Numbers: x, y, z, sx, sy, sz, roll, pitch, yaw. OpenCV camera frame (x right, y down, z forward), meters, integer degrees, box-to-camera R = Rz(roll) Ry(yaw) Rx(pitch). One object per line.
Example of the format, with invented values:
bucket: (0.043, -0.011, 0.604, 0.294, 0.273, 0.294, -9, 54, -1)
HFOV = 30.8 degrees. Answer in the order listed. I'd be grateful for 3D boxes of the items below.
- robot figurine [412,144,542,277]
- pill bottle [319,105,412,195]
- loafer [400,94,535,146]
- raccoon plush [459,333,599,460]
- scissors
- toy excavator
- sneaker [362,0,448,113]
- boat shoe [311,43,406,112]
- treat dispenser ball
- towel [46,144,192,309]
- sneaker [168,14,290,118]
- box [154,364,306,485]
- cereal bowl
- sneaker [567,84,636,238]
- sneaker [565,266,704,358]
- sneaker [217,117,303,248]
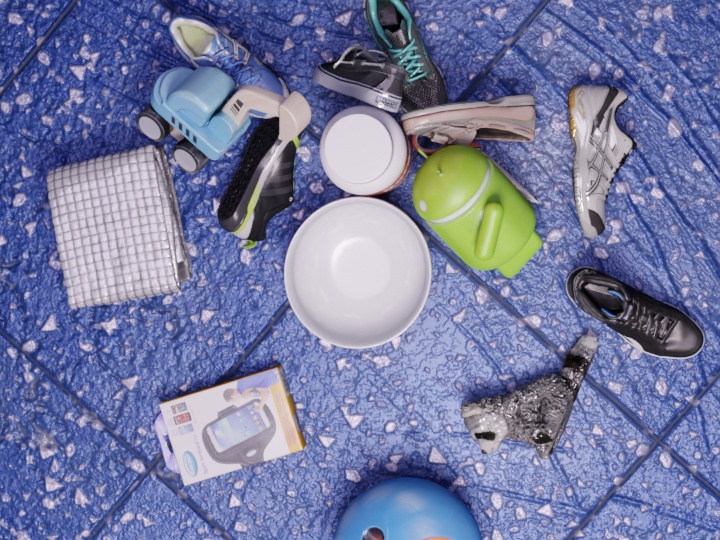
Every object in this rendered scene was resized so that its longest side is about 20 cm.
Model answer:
robot figurine: (0.147, -0.080, 1.691, 0.116, 0.176, 0.200, -45, 119, 4)
pill bottle: (0.007, -0.152, 1.679, 0.111, 0.200, 0.113, 0, 93, 6)
loafer: (0.146, -0.187, 1.694, 0.199, 0.072, 0.063, -11, 92, -27)
raccoon plush: (0.220, 0.161, 1.751, 0.133, 0.097, 0.201, 23, 65, 17)
scissors: (0.161, -0.161, 1.754, 0.199, 0.014, 0.074, 24, 81, 0)
toy excavator: (-0.175, -0.207, 1.690, 0.194, 0.200, 0.100, 41, 55, -1)
sneaker: (0.053, -0.289, 1.717, 0.077, 0.091, 0.201, -27, 86, 5)
boat shoe: (-0.001, -0.256, 1.687, 0.073, 0.199, 0.069, 16, 98, -25)
treat dispenser ball: (0.061, 0.371, 1.700, 0.199, 0.201, 0.203, 0, 93, 6)
towel: (-0.325, -0.057, 1.779, 0.164, 0.086, 0.202, -12, 90, 5)
sneaker: (-0.181, -0.272, 1.750, 0.199, 0.077, 0.076, 36, 95, 7)
box: (-0.186, 0.216, 1.798, 0.198, 0.041, 0.120, -18, 91, 4)
cereal bowl: (0.000, 0.000, 1.745, 0.198, 0.083, 0.202, 1, 96, 6)
sneaker: (0.319, -0.144, 1.711, 0.087, 0.076, 0.202, -3, 93, 6)
sneaker: (0.358, 0.064, 1.699, 0.199, 0.112, 0.074, 27, 96, 4)
sneaker: (-0.120, -0.126, 1.772, 0.083, 0.072, 0.201, 32, 87, -35)
